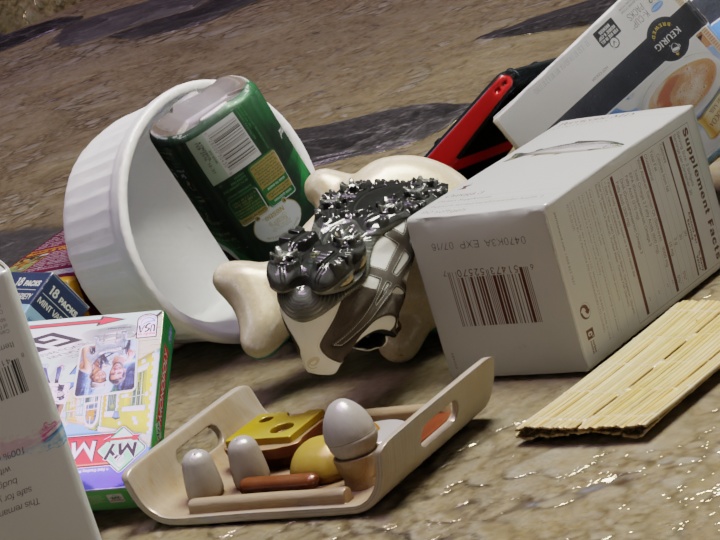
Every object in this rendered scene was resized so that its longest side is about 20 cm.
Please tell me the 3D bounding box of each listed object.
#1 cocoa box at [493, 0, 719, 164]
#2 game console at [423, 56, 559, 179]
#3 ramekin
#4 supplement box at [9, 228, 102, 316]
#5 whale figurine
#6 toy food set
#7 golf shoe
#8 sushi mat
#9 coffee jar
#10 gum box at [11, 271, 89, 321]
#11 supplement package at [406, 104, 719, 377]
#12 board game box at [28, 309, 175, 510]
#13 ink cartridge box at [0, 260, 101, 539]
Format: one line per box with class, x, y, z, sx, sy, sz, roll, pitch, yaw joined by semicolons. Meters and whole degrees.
cocoa box;0.225;-0.136;1.835;0.200;0.131;0.133;-43;-5;39
game console;0.086;-0.097;1.960;0.177;0.031;0.200;-53;-9;18
ramekin;-0.132;-0.038;1.905;0.097;0.201;0.200;-14;12;47
supplement box;-0.216;0.020;1.993;0.110;0.086;0.200;-10;16;28
whale figurine;-0.001;0.004;1.755;0.199;0.160;0.104;-24;-23;-10
toy food set;-0.031;0.097;1.543;0.199;0.061;0.143;-7;18;34
golf shoe;0.000;0.000;1.649;0.077;0.095;0.200;5;25;30
sushi mat;0.185;0.059;1.531;0.095;0.012;0.200;-2;21;40
coffee jar;-0.067;-0.041;1.824;0.085;0.200;0.104;-35;18;-9
gum box;-0.301;0.090;1.739;0.170;0.045;0.200;0;52;50
supplement package;0.143;-0.021;1.669;0.117;0.118;0.200;-6;18;39
board game box;-0.224;0.097;1.625;0.199;0.029;0.135;-6;54;11
ink cartridge box;-0.248;0.111;1.462;0.145;0.201;0.083;-20;12;-13
